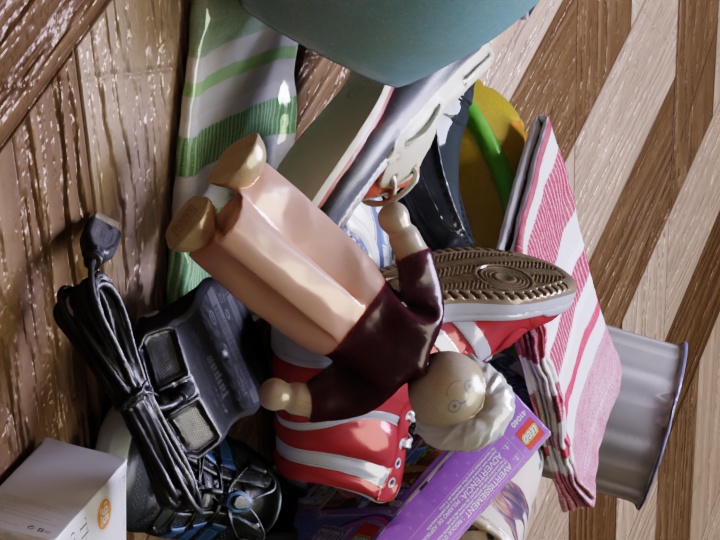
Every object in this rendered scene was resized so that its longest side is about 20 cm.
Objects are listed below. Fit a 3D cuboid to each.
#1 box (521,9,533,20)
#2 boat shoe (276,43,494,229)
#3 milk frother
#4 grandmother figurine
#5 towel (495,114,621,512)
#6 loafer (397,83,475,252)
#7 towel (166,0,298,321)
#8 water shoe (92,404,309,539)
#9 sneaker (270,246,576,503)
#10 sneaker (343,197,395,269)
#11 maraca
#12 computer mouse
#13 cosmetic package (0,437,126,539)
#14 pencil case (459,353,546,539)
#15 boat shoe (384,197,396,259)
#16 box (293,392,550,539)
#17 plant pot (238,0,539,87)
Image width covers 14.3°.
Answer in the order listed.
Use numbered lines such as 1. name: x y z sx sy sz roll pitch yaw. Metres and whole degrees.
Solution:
1. box: 0.052 -0.250 1.644 0.060 0.116 0.200 -58 156 -43
2. boat shoe: 0.012 -0.073 1.527 0.063 0.071 0.200 48 49 -22
3. milk frother: 0.123 0.035 1.924 0.181 0.187 0.201 -60 166 -87
4. grandmother figurine: -0.005 0.025 1.444 0.121 0.200 0.061 -50 -162 6
5. towel: 0.122 0.026 1.733 0.144 0.023 0.200 -73 152 -48
6. loafer: 0.036 -0.105 1.628 0.068 0.070 0.201 53 21 -76
7. towel: -0.064 -0.060 1.545 0.153 0.023 0.201 -35 135 -66
8. water shoe: -0.081 0.108 1.506 0.200 0.079 0.072 20 82 -73
9. sneaker: 0.031 0.058 1.560 0.199 0.071 0.113 -13 118 -36
10. sneaker: 0.000 0.000 1.623 0.200 0.075 0.088 77 30 -53
11. maraca: 0.064 -0.035 1.778 0.107 0.137 0.201 -25 106 -21
12. computer mouse: -0.105 0.032 1.418 0.141 0.046 0.200 65 17 -13
13. cosmetic package: -0.149 0.189 1.387 0.083 0.050 0.201 -53 150 -57
14. pencil case: 0.069 0.130 1.719 0.090 0.078 0.200 -59 -174 30
15. boat shoe: 0.001 0.013 1.727 0.200 0.070 0.071 82 13 -45
16. box: 0.015 0.125 1.634 0.137 0.039 0.200 -47 -166 -13
17. plant pot: 0.009 -0.173 1.455 0.135 0.200 0.200 -62 165 8
